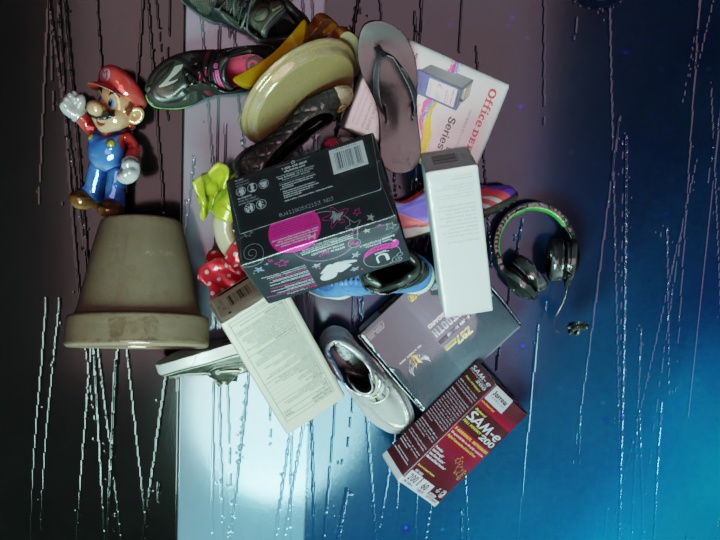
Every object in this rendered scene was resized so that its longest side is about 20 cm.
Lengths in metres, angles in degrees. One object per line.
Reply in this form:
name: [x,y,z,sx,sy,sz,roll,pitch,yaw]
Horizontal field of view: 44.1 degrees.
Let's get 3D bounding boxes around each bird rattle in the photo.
bird rattle: [-0.159,-0.052,1.233,0.159,0.113,0.205,-8,96,12]

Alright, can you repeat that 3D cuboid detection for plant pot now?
plant pot: [-0.304,0.018,1.218,0.195,0.200,0.179,0,85,-3]

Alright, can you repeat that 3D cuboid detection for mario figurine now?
mario figurine: [-0.357,-0.179,1.215,0.121,0.106,0.204,9,102,-14]

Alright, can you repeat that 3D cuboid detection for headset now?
headset: [0.269,-0.001,1.287,0.122,0.094,0.203,-24,88,1]

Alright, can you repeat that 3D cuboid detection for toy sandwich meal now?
toy sandwich meal: [-0.086,-0.256,1.200,0.204,0.205,0.071,-39,69,3]

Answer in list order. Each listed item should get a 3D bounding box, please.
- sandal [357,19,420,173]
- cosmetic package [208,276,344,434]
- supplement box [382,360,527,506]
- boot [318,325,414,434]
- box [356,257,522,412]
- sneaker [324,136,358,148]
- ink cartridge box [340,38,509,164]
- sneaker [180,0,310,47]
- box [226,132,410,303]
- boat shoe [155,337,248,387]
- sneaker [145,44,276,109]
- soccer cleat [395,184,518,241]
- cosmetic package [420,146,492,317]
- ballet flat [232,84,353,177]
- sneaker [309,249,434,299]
sandal: [0.046,-0.232,1.176,0.074,0.043,0.204,-13,98,-1]
cosmetic package: [-0.115,0.109,1.227,0.102,0.087,0.202,-30,117,-10]
supplement box: [0.140,0.243,1.313,0.200,0.061,0.109,-46,130,4]
boot: [0.010,0.172,1.298,0.073,0.096,0.200,-42,99,4]
box: [0.115,0.084,1.313,0.199,0.051,0.158,-41,100,3]
sneaker: [-0.049,-0.101,1.233,0.073,0.081,0.202,5,125,-33]
ink cartridge box: [0.088,-0.229,1.245,0.197,0.088,0.148,23,97,-8]
sneaker: [-0.158,-0.359,1.197,0.196,0.114,0.077,26,95,-5]
box: [-0.052,-0.064,1.117,0.196,0.115,0.134,-17,60,4]
boat shoe: [-0.197,0.135,1.293,0.196,0.071,0.065,-12,100,-4]
sneaker: [-0.204,-0.273,1.221,0.196,0.084,0.078,-16,99,-1]
soccer cleat: [0.129,-0.099,1.279,0.196,0.068,0.075,-17,95,2]
cosmetic package: [0.129,-0.053,1.196,0.070,0.102,0.204,-8,112,3]
ballet flat: [-0.083,-0.175,1.186,0.199,0.067,0.057,-40,70,-8]
sneaker: [0.000,-0.001,1.242,0.195,0.111,0.079,3,80,14]
